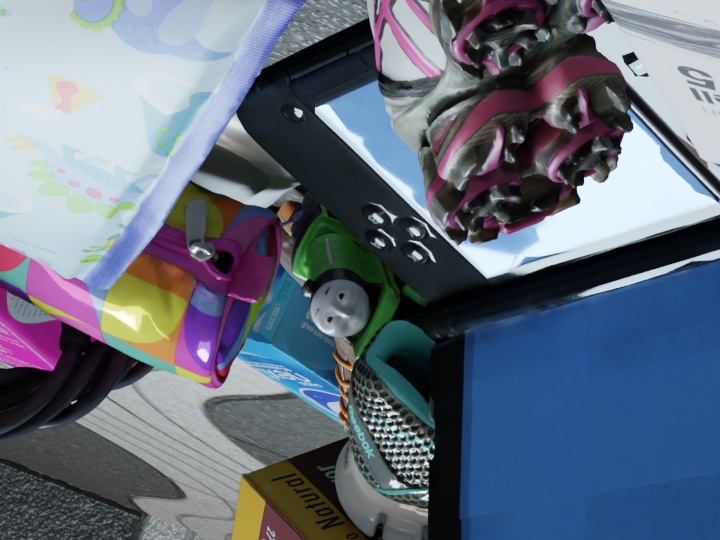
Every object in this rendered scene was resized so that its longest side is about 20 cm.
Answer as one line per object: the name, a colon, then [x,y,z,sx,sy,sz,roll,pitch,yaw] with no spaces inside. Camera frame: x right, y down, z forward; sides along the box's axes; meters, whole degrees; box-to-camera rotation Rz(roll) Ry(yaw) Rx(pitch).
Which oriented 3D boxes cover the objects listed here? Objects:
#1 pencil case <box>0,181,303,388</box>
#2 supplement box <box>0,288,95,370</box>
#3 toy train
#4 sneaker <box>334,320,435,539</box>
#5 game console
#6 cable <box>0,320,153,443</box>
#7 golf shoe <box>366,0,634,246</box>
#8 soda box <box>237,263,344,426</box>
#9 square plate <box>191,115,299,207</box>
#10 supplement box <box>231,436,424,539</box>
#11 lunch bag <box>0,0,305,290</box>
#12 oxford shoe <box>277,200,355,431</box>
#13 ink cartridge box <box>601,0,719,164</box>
pencil case: [-0.126,-0.023,1.023,0.200,0.088,0.088,22,168,8]
supplement box: [-0.190,-0.021,1.251,0.103,0.101,0.200,20,167,15]
toy train: [0.000,0.000,1.000,0.056,0.042,0.200,26,-170,-8]
sneaker: [0.084,0.061,0.875,0.200,0.078,0.091,1,135,11]
game console: [0.049,0.011,0.745,0.171,0.118,0.200,43,147,-20]
cable: [-0.180,0.017,1.068,0.163,0.200,0.051,40,140,20]
golf shoe: [0.031,-0.088,0.611,0.092,0.073,0.200,61,160,23]
soda box: [0.001,0.040,1.248,0.064,0.068,0.200,13,164,40]
square plate: [-0.112,-0.073,1.057,0.198,0.028,0.200,25,168,-12]
supplement box: [0.079,0.157,0.965,0.200,0.133,0.197,-18,-136,-34]
lunch bag: [-0.108,-0.095,0.708,0.170,0.127,0.200,25,163,-9]
oxford shoe: [0.014,0.050,1.159,0.200,0.073,0.071,48,-173,-24]
ink cartridge box: [0.119,-0.078,0.468,0.145,0.084,0.200,16,166,28]
